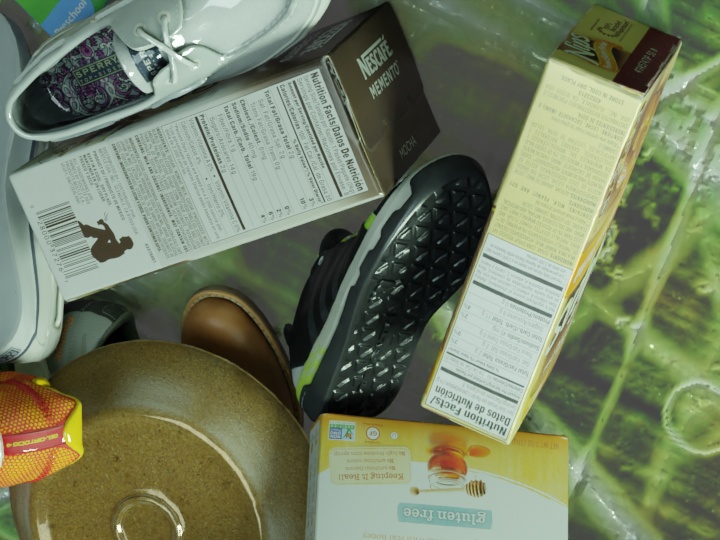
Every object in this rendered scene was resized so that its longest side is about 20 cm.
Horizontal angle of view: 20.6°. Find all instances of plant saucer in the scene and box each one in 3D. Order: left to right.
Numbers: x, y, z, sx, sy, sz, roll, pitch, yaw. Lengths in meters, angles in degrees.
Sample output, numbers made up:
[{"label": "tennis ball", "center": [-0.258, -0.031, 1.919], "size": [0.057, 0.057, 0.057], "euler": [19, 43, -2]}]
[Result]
[{"label": "plant saucer", "center": [-0.115, 0.140, 1.120], "size": [0.198, 0.035, 0.202], "euler": [5, 107, 15]}]

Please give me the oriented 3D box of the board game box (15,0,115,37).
[{"label": "board game box", "center": [-0.182, -0.243, 1.075], "size": [0.200, 0.037, 0.151], "euler": [45, 117, -1]}]

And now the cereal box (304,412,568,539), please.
[{"label": "cereal box", "center": [0.040, 0.183, 1.062], "size": [0.143, 0.040, 0.202], "euler": [5, 70, -11]}]

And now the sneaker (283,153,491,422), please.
[{"label": "sneaker", "center": [0.000, 0.000, 1.073], "size": [0.083, 0.071, 0.201], "euler": [61, 137, 34]}]

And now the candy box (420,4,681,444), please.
[{"label": "candy box", "center": [0.098, -0.025, 1.019], "size": [0.055, 0.115, 0.201], "euler": [23, 115, 10]}]

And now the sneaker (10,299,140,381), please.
[{"label": "sneaker", "center": [-0.140, 0.111, 1.169], "size": [0.079, 0.074, 0.202], "euler": [-9, 107, 35]}]

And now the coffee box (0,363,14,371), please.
[{"label": "coffee box", "center": [-0.274, -0.016, 1.189], "size": [0.122, 0.044, 0.202], "euler": [-11, 106, 23]}]

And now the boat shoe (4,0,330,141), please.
[{"label": "boat shoe", "center": [-0.102, -0.116, 1.004], "size": [0.199, 0.069, 0.072], "euler": [-14, 115, 31]}]

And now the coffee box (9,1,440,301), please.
[{"label": "coffee box", "center": [-0.071, -0.063, 1.064], "size": [0.199, 0.113, 0.080], "euler": [-18, 104, 23]}]

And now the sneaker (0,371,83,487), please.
[{"label": "sneaker", "center": [-0.207, 0.086, 1.104], "size": [0.200, 0.077, 0.074], "euler": [17, 109, 60]}]

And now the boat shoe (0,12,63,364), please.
[{"label": "boat shoe", "center": [-0.200, -0.046, 1.130], "size": [0.071, 0.066, 0.202], "euler": [-14, 77, 22]}]

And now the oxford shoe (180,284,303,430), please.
[{"label": "oxford shoe", "center": [-0.074, 0.109, 1.155], "size": [0.071, 0.071, 0.202], "euler": [-1, 108, 21]}]
